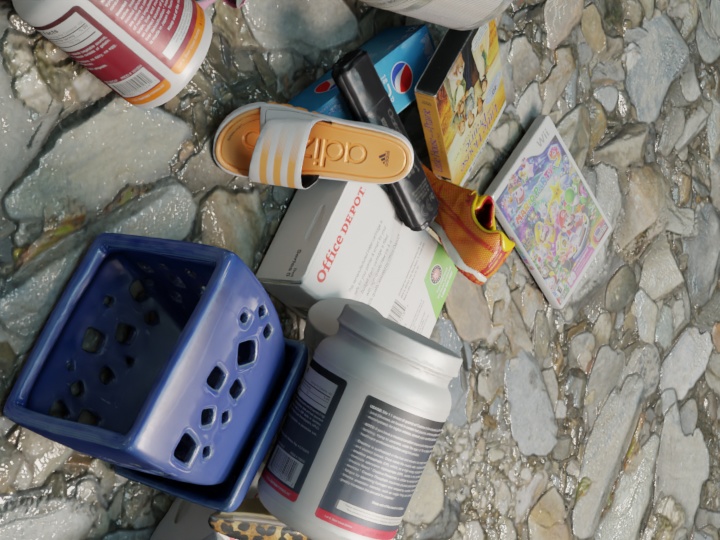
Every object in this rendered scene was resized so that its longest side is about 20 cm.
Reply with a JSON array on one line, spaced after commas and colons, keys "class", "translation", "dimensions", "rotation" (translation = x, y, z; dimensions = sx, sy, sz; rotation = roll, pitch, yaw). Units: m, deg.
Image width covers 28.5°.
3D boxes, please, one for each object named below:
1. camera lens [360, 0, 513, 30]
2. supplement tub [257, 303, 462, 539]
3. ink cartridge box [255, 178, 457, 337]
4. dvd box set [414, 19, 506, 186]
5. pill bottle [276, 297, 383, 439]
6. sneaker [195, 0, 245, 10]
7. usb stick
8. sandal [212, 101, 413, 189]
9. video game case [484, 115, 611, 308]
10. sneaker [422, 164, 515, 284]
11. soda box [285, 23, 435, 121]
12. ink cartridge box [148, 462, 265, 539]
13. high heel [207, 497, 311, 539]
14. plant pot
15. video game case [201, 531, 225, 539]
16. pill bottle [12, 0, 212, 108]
[{"class": "camera lens", "translation": [0.067, -0.339, 1.442], "dimensions": [0.198, 0.159, 0.163], "rotation": [5, 91, -47]}, {"class": "supplement tub", "translation": [0.000, 0.148, 1.318], "dimensions": [0.139, 0.140, 0.202], "rotation": [22, 93, -42]}, {"class": "ink cartridge box", "translation": [0.000, 0.000, 1.531], "dimensions": [0.200, 0.083, 0.147], "rotation": [41, 66, -38]}, {"class": "dvd box set", "translation": [0.116, -0.195, 1.598], "dimensions": [0.147, 0.029, 0.201], "rotation": [-60, 157, -22]}, {"class": "pill bottle", "translation": [-0.027, 0.134, 1.457], "dimensions": [0.110, 0.110, 0.202], "rotation": [-19, 130, -40]}, {"class": "sneaker", "translation": [-0.114, -0.311, 1.420], "dimensions": [0.199, 0.070, 0.083], "rotation": [-28, 135, -40]}, {"class": "usb stick", "translation": [0.028, -0.135, 1.480], "dimensions": [0.056, 0.032, 0.202], "rotation": [-50, 121, -44]}, {"class": "sandal", "translation": [-0.047, -0.120, 1.417], "dimensions": [0.203, 0.059, 0.080], "rotation": [4, 110, -1]}, {"class": "video game case", "translation": [0.239, -0.073, 1.786], "dimensions": [0.144, 0.018, 0.201], "rotation": [-53, 126, -25]}, {"class": "sneaker", "translation": [0.110, -0.063, 1.562], "dimensions": [0.077, 0.200, 0.073], "rotation": [-45, 136, 9]}, {"class": "soda box", "translation": [0.000, -0.190, 1.525], "dimensions": [0.200, 0.067, 0.065], "rotation": [-41, 120, -33]}, {"class": "ink cartridge box", "translation": [-0.110, 0.302, 1.455], "dimensions": [0.200, 0.083, 0.146], "rotation": [51, 61, -34]}, {"class": "high heel", "translation": [-0.078, 0.301, 1.392], "dimensions": [0.198, 0.071, 0.144], "rotation": [13, 99, -36]}, {"class": "plant pot", "translation": [-0.174, 0.101, 1.306], "dimensions": [0.180, 0.198, 0.202], "rotation": [45, 64, -42]}, {"class": "video game case", "translation": [-0.178, 0.352, 1.367], "dimensions": [0.199, 0.018, 0.144], "rotation": [-35, 123, 4]}, {"class": "pill bottle", "translation": [-0.236, -0.244, 1.266], "dimensions": [0.200, 0.112, 0.114], "rotation": [39, 68, -39]}]
